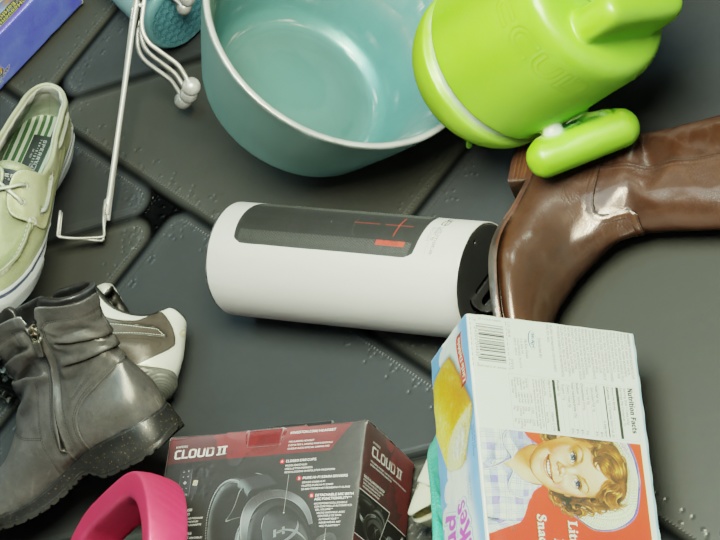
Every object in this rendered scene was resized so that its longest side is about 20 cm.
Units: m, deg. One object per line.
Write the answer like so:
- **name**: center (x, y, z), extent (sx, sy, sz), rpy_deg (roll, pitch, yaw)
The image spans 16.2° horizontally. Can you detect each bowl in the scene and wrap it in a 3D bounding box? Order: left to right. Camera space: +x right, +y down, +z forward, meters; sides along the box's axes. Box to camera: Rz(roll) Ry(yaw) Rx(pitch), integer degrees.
- **bowl**: center (-0.030, -0.144, 1.740), extent (0.105, 0.201, 0.201), rpy_deg (130, 146, -53)

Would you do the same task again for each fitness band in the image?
- **fitness band**: center (-0.159, 0.208, 1.618), extent (0.200, 0.037, 0.144), rpy_deg (-41, 34, 57)

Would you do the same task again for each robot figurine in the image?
- **robot figurine**: center (0.112, -0.151, 1.622), extent (0.200, 0.116, 0.176), rpy_deg (-32, 77, 48)

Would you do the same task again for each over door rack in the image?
- **over door rack**: center (-0.156, -0.108, 1.790), extent (0.067, 0.148, 0.200), rpy_deg (19, 88, -5)

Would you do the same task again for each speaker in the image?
- **speaker**: center (0.000, 0.000, 1.691), extent (0.200, 0.081, 0.081), rpy_deg (6, 66, 31)

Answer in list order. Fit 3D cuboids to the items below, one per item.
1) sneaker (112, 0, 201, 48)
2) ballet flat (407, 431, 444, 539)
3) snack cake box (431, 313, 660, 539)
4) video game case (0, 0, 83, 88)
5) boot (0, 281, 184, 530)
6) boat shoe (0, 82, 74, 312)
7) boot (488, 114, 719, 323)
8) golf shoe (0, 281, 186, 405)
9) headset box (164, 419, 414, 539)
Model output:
- **sneaker**: center (-0.131, -0.276, 1.922), extent (0.200, 0.080, 0.131), rpy_deg (-49, 53, -5)
- **ballet flat**: center (0.061, 0.162, 1.575), extent (0.070, 0.067, 0.200), rpy_deg (-25, 50, 32)
- **snack cake box**: center (0.112, 0.132, 1.525), extent (0.115, 0.067, 0.200), rpy_deg (8, 57, -18)
- **video game case**: center (-0.343, -0.192, 2.010), extent (0.200, 0.045, 0.181), rpy_deg (-47, 50, -2)
- **boot**: center (-0.220, 0.089, 1.708), extent (0.200, 0.132, 0.070), rpy_deg (-30, 7, 28)
- **boat shoe**: center (-0.252, -0.052, 1.799), extent (0.072, 0.062, 0.200), rpy_deg (8, 48, 4)
- **boot**: center (0.188, -0.023, 1.614), extent (0.200, 0.064, 0.186), rpy_deg (-4, 59, 22)
- **golf shoe**: center (-0.210, 0.051, 1.785), extent (0.200, 0.078, 0.095), rpy_deg (13, 66, 22)
- **headset box**: center (-0.054, 0.187, 1.614), extent (0.149, 0.077, 0.200), rpy_deg (-7, 59, 25)
